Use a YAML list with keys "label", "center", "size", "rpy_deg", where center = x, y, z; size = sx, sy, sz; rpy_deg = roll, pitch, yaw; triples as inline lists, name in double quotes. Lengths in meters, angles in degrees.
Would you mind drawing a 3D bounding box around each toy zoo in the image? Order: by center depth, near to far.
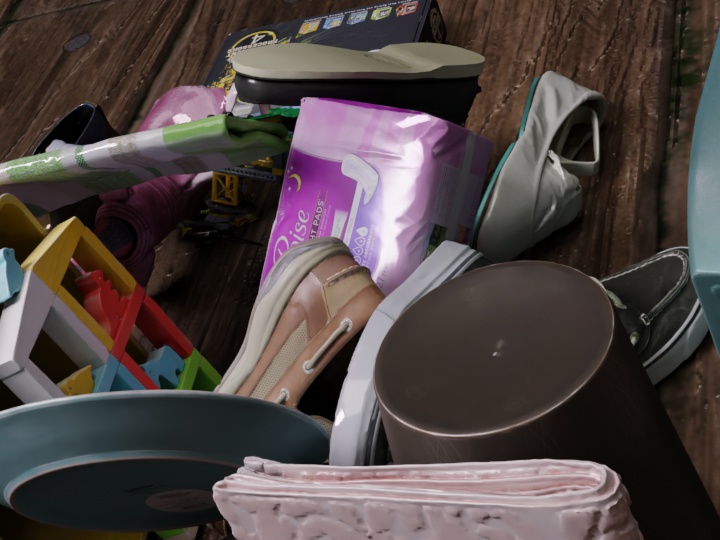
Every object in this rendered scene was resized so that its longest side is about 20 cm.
- label: "toy zoo"
  center: [-0.154, 0.058, 0.932]
  size: [0.020, 0.200, 0.132]
  rpy_deg: [-23, 31, 26]

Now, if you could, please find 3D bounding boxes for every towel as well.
- label: "towel"
  center: [0.050, 0.160, 0.681]
  size: [0.189, 0.201, 0.032]
  rpy_deg: [-1, 38, 30]
- label: "towel"
  center: [-0.155, -0.064, 0.984]
  size: [0.198, 0.031, 0.149]
  rpy_deg: [-11, 1, 14]

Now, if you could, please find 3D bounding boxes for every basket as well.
- label: "basket"
  center: [0.090, 0.107, 0.725]
  size: [0.179, 0.201, 0.136]
  rpy_deg: [5, 44, 33]

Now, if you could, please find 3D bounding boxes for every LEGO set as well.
- label: "LEGO set"
  center: [-0.020, -0.042, 1.091]
  size: [0.198, 0.117, 0.154]
  rpy_deg: [10, 16, 20]

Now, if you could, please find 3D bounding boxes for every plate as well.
- label: "plate"
  center: [-0.113, 0.106, 0.788]
  size: [0.198, 0.200, 0.026]
  rpy_deg: [-13, 64, 15]

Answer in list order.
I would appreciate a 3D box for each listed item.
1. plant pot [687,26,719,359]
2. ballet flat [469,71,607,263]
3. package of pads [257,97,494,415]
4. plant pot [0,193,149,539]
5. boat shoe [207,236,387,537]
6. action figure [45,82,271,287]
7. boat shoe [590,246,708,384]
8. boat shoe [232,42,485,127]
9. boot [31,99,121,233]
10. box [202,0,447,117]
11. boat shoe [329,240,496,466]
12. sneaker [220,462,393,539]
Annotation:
- label: "plant pot"
  center: [0.268, -0.041, 0.877]
  size: [0.140, 0.142, 0.201]
  rpy_deg: [2, 50, 32]
- label: "ballet flat"
  center: [0.130, -0.069, 1.060]
  size: [0.069, 0.070, 0.201]
  rpy_deg: [-3, 39, 27]
- label: "package of pads"
  center: [0.000, 0.000, 0.945]
  size: [0.120, 0.075, 0.202]
  rpy_deg: [12, 89, 36]
- label: "plant pot"
  center: [-0.251, 0.111, 0.942]
  size: [0.175, 0.200, 0.201]
  rpy_deg: [-20, 33, 27]
- label: "boat shoe"
  center: [-0.039, 0.080, 0.869]
  size: [0.072, 0.201, 0.075]
  rpy_deg: [37, 32, 27]
- label: "action figure"
  center: [-0.151, -0.045, 1.132]
  size: [0.148, 0.135, 0.200]
  rpy_deg: [-6, 29, 22]
- label: "boat shoe"
  center: [0.138, 0.041, 0.902]
  size: [0.200, 0.064, 0.070]
  rpy_deg: [-40, 38, -22]
- label: "boat shoe"
  center: [0.000, -0.118, 1.030]
  size: [0.200, 0.064, 0.074]
  rpy_deg: [-5, 26, -39]
- label: "boot"
  center: [-0.254, -0.046, 1.212]
  size: [0.074, 0.097, 0.200]
  rpy_deg: [13, 49, 41]
- label: "box"
  center: [-0.038, -0.152, 1.270]
  size: [0.198, 0.049, 0.162]
  rpy_deg: [-6, 42, 23]
- label: "boat shoe"
  center: [0.045, 0.045, 0.813]
  size: [0.070, 0.073, 0.200]
  rpy_deg: [18, 37, 14]
- label: "sneaker"
  center: [-0.035, 0.162, 0.836]
  size: [0.199, 0.076, 0.115]
  rpy_deg: [-35, -10, 35]
